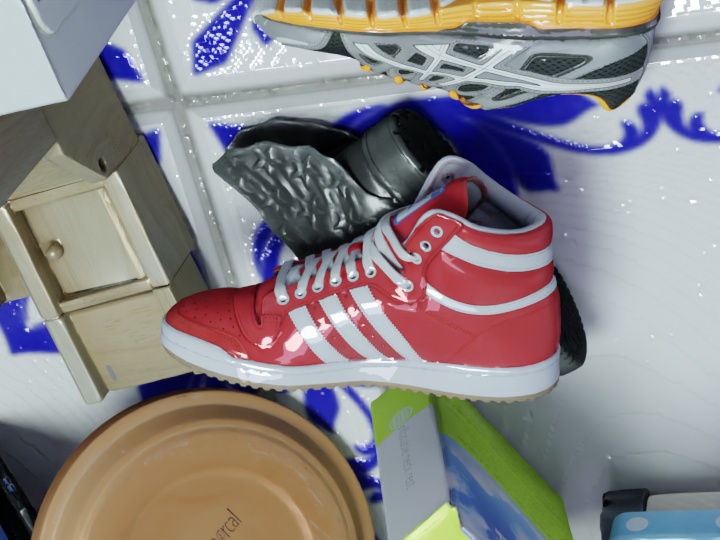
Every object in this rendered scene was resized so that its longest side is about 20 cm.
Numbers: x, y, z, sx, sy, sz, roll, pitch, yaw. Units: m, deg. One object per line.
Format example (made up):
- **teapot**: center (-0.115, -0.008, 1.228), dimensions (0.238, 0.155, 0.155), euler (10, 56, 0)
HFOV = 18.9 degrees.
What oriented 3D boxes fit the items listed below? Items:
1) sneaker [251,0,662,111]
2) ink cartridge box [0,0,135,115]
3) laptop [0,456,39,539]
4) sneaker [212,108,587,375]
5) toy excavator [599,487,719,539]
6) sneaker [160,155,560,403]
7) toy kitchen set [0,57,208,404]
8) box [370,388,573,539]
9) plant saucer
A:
- **sneaker**: center (0.046, -0.114, 1.039), dimensions (0.200, 0.078, 0.077), euler (5, 133, 12)
- **ink cartridge box**: center (-0.228, -0.154, 1.034), dimensions (0.200, 0.145, 0.145), euler (-10, 119, 19)
- **laptop**: center (-0.229, 0.190, 1.285), dimensions (0.103, 0.200, 0.177), euler (-29, 118, -12)
- **sneaker**: center (0.022, -0.008, 1.124), dimensions (0.104, 0.060, 0.200), euler (-32, 105, 28)
- **toy excavator**: center (0.169, 0.182, 1.124), dimensions (0.100, 0.200, 0.195), euler (-4, 122, 15)
- **sneaker**: center (0.000, 0.000, 1.060), dimensions (0.200, 0.071, 0.113), euler (3, 119, 5)
- **toy kitchen set**: center (-0.200, 0.009, 1.112), dimensions (0.163, 0.180, 0.200), euler (-14, 114, 23)
- **box**: center (0.065, 0.136, 1.119), dimensions (0.048, 0.200, 0.122), euler (-40, 108, 12)
- **plant saucer**: center (-0.083, 0.165, 1.197), dimensions (0.200, 0.200, 0.032), euler (46, 164, -17)
